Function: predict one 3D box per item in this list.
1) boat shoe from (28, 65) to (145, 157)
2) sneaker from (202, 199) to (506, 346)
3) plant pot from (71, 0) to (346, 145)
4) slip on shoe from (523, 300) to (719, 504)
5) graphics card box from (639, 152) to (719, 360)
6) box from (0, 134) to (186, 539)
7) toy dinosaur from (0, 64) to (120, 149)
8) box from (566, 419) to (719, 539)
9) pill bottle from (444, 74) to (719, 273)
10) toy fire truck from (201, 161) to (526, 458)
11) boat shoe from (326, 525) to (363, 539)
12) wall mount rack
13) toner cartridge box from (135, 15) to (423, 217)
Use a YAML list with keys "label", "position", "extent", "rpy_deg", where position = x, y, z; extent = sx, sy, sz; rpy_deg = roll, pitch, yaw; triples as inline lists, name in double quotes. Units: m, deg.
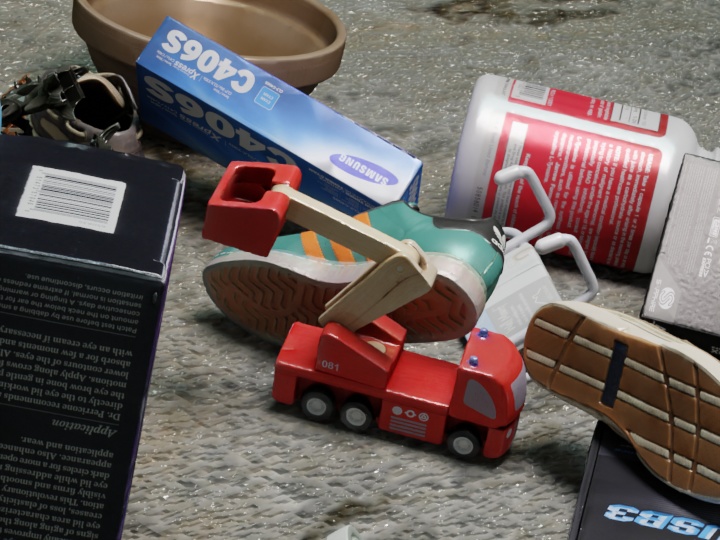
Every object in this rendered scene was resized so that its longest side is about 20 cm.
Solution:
- label: "boat shoe"
  position: [-0.181, -0.104, 1.870]
  extent: [0.074, 0.074, 0.200]
  rpy_deg: [2, 25, -21]
- label: "sneaker"
  position: [0.000, 0.000, 1.659]
  extent: [0.199, 0.072, 0.080]
  rpy_deg: [2, 37, 31]
- label: "plant pot"
  position: [-0.115, -0.150, 1.984]
  extent: [0.200, 0.093, 0.201]
  rpy_deg: [9, 23, -4]
- label: "slip on shoe"
  position: [0.173, 0.073, 1.534]
  extent: [0.060, 0.076, 0.200]
  rpy_deg: [7, 13, -38]
- label: "graphics card box"
  position: [0.291, 0.008, 1.780]
  extent: [0.199, 0.126, 0.051]
  rpy_deg: [14, -20, 6]
- label: "box"
  position: [-0.157, 0.055, 1.358]
  extent: [0.104, 0.201, 0.148]
  rpy_deg: [10, 24, -4]
- label: "toy dinosaur"
  position: [-0.230, -0.074, 1.736]
  extent: [0.135, 0.102, 0.201]
  rpy_deg: [-20, 50, 15]
- label: "box"
  position: [0.211, 0.162, 1.482]
  extent: [0.199, 0.050, 0.199]
  rpy_deg: [14, 22, 7]
- label: "pill bottle"
  position: [0.166, -0.062, 1.890]
  extent: [0.199, 0.113, 0.112]
  rpy_deg: [14, 23, 4]
- label: "toy fire truck"
  position: [0.005, 0.023, 1.573]
  extent: [0.199, 0.141, 0.049]
  rpy_deg: [15, 36, 7]
- label: "boat shoe"
  position: [-0.013, 0.206, 1.261]
  extent: [0.060, 0.076, 0.200]
  rpy_deg: [-24, 32, 12]
- label: "wall mount rack"
  position: [0.055, 0.013, 1.728]
  extent: [0.173, 0.075, 0.200]
  rpy_deg: [-29, 26, 3]
- label: "toner cartridge box"
  position: [-0.055, -0.088, 1.814]
  extent: [0.200, 0.043, 0.095]
  rpy_deg: [30, -18, 9]
